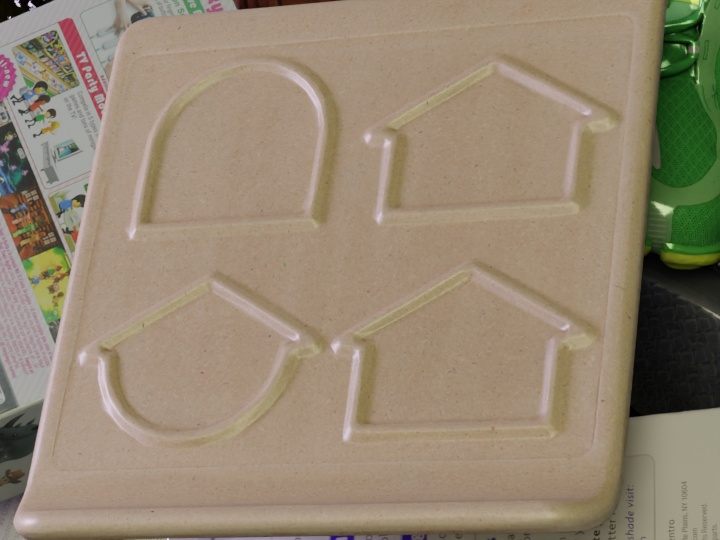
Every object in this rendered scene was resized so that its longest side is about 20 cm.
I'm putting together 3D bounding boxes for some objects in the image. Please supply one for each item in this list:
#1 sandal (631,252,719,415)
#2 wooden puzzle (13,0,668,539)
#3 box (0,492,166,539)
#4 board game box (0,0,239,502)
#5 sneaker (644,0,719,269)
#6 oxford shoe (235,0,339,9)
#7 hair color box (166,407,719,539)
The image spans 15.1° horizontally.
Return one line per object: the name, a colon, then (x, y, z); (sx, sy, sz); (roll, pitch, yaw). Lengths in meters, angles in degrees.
sandal: (0.089, 0.004, 0.900); (0.200, 0.076, 0.043); (34, 58, 18)
wooden puzzle: (0.000, 0.000, 0.825); (0.184, 0.046, 0.201); (-3, 55, 20)
box: (-0.063, 0.105, 0.924); (0.199, 0.036, 0.145); (19, 80, 18)
board game box: (-0.113, -0.007, 0.918); (0.199, 0.064, 0.148); (-23, 61, -4)
sneaker: (0.098, -0.091, 0.886); (0.074, 0.084, 0.201); (9, 56, -3)
oxford shoe: (-0.014, -0.128, 0.969); (0.199, 0.071, 0.074); (31, 62, 16)
hair color box: (0.038, 0.110, 0.821); (0.199, 0.065, 0.110); (-7, 69, 24)
